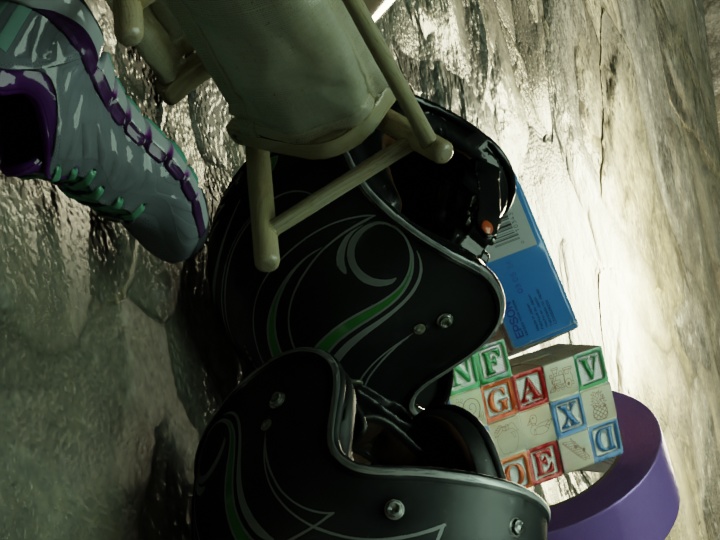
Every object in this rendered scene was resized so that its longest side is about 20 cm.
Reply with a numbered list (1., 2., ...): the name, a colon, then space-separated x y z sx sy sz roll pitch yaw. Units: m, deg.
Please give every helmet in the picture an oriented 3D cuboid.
1. helmet: 0.004 0.156 1.092 0.200 0.200 0.191 56 4 -49
2. helmet: 0.000 0.000 1.227 0.200 0.191 0.200 26 38 -22

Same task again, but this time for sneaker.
1. sneaker: -0.155 -0.059 1.033 0.088 0.074 0.200 -59 135 -31

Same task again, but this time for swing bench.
1. swing bench: -0.072 -0.147 1.086 0.200 0.130 0.199 57 -1 44

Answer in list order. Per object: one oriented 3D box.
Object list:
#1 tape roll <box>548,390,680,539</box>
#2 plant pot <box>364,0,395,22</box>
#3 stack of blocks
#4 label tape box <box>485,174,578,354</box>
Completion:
1. tape roll: 0.149 0.176 1.541 0.200 0.200 0.066 -68 142 -57
2. plant pot: -0.040 -0.222 1.263 0.200 0.200 0.175 62 40 -41
3. stack of blocks: 0.091 0.108 1.444 0.200 0.059 0.115 -16 98 -28
4. label tape box: 0.095 0.006 1.605 0.144 0.063 0.200 68 -17 5
